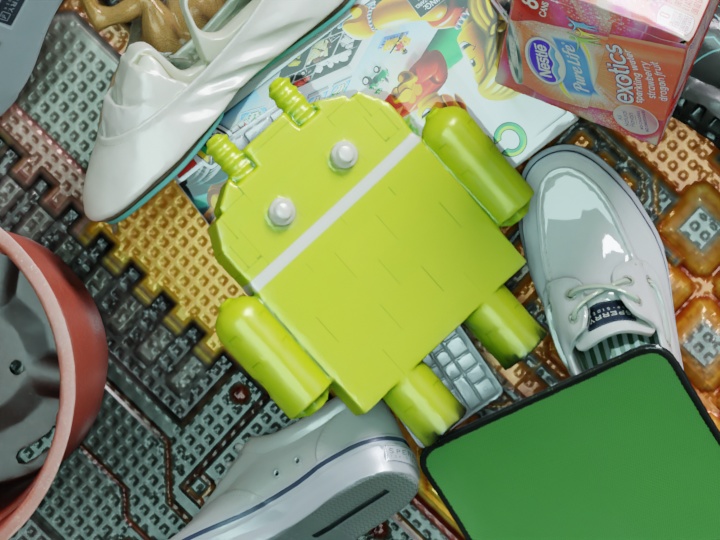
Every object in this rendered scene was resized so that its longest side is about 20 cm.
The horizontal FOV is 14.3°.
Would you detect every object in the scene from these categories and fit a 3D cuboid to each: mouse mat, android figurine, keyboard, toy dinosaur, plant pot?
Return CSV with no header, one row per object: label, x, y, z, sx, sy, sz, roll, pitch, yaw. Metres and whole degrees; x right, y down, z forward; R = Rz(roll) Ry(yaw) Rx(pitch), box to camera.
mouse mat,0.142,0.146,1.531,0.160,0.008,0.201,-26,107,26
android figurine,0.003,-0.010,1.524,0.182,0.041,0.200,-41,94,-11
keyboard,0.000,0.000,1.558,0.056,0.011,0.201,-34,97,7
toy dinosaur,-0.111,-0.127,1.578,0.106,0.060,0.200,44,97,3
plant pot,-0.226,0.053,1.532,0.199,0.195,0.202,0,93,8

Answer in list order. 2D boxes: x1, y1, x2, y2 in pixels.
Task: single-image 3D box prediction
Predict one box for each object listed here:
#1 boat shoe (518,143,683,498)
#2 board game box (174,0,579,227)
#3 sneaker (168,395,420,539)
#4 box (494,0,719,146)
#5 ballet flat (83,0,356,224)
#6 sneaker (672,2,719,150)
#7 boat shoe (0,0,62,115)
boat shoe,0.139,0.026,1.545,0.073,0.067,0.201,-23,89,8
board game box,0.004,-0.074,1.571,0.200,0.035,0.126,-37,93,8
sneaker,-0.055,0.133,1.582,0.199,0.073,0.071,-30,51,17
box,0.150,-0.181,1.474,0.094,0.103,0.201,22,63,6
ballet flat,-0.088,-0.113,1.536,0.200,0.069,0.069,-43,86,-3
sneaker,0.183,-0.116,1.542,0.199,0.075,0.079,33,77,4
boat shoe,-0.205,-0.161,1.591,0.071,0.091,0.200,22,124,-30
